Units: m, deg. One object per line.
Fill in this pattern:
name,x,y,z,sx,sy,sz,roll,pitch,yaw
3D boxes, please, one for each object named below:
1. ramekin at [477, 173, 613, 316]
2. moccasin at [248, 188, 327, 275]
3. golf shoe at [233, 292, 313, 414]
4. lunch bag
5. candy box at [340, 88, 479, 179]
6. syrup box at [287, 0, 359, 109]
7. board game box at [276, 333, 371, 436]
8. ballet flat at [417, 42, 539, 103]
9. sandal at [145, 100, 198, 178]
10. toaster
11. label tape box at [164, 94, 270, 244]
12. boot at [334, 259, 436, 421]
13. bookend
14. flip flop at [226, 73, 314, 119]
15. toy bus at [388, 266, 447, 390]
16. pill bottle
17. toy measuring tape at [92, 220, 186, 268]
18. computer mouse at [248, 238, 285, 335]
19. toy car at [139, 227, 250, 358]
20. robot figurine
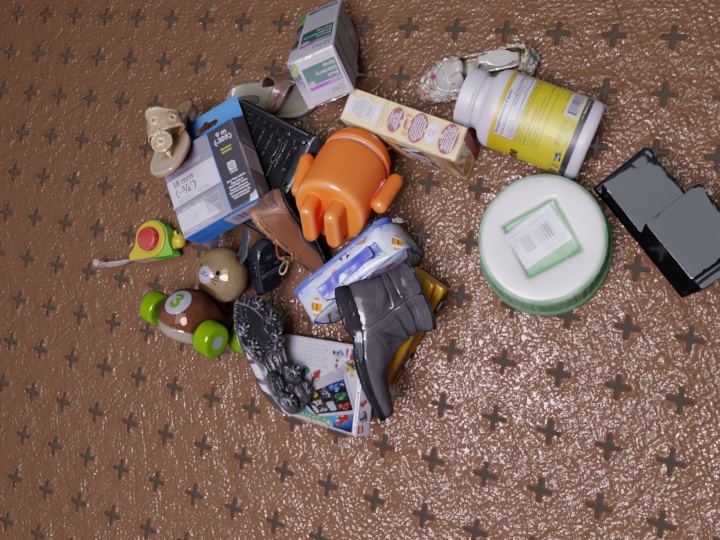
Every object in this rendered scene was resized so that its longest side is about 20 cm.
ramekin,0.261,-0.039,0.921,0.195,0.097,0.206,-2,84,20
moccasin,-0.107,-0.042,1.005,0.076,0.202,0.075,-27,58,8
golf shoe,-0.151,0.137,1.008,0.076,0.095,0.203,-19,74,-29
lunch bag,0.000,0.000,0.979,0.199,0.160,0.076,-40,75,12
candy box,0.078,-0.211,0.997,0.197,0.115,0.056,26,93,20
syrup box,-0.055,-0.348,1.022,0.077,0.082,0.202,-17,37,17
board game box,-0.058,0.173,1.004,0.197,0.034,0.130,3,85,47
ballet flat,0.177,-0.314,1.000,0.195,0.064,0.078,-11,81,19
sandal,-0.307,-0.226,0.999,0.076,0.070,0.214,-25,36,16
toaster,-0.167,-0.166,1.079,0.197,0.118,0.184,28,93,20
label tape box,-0.235,-0.166,1.008,0.142,0.063,0.204,-25,77,15
boot,0.049,0.098,0.893,0.129,0.070,0.205,-17,96,-7
bookend,0.396,-0.077,0.823,0.092,0.198,0.202,-38,73,14
flip flop,-0.154,-0.310,1.122,0.195,0.057,0.083,0,84,20
toy bus,0.056,0.097,0.982,0.065,0.078,0.203,34,111,19
pill bottle,0.240,-0.220,0.933,0.197,0.112,0.115,25,93,15
toy measuring tape,-0.407,-0.051,1.182,0.195,0.073,0.076,-8,82,19
computer mouse,-0.152,0.043,1.055,0.033,0.058,0.205,12,116,34
toy car,-0.243,0.016,1.059,0.162,0.157,0.205,21,98,30
robot figurine,-0.025,-0.131,0.956,0.142,0.117,0.202,-16,37,45
